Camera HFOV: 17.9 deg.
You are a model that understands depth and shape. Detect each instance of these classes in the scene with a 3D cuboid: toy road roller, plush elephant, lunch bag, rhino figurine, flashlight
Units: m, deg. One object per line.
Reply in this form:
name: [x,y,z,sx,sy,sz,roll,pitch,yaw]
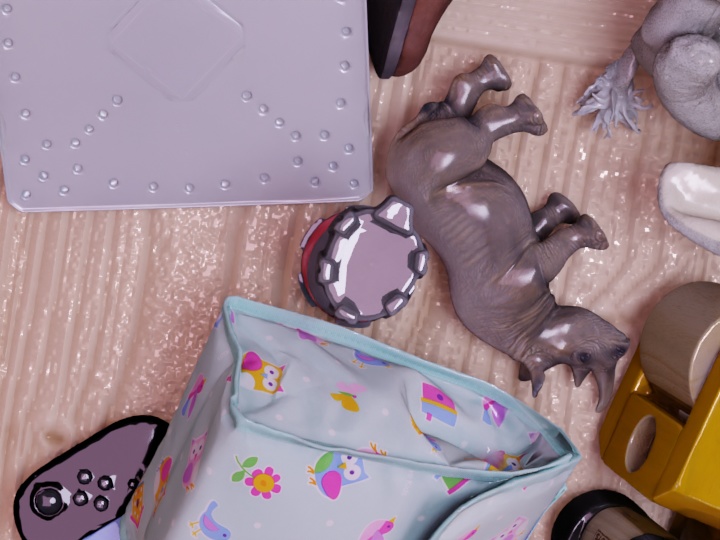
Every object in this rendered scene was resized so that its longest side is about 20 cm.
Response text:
toy road roller: [0.203,0.119,1.215,0.146,0.123,0.201,20,95,-15]
plush elephant: [0.216,-0.087,1.174,0.155,0.165,0.200,47,132,6]
lunch bag: [-0.005,0.127,1.183,0.199,0.122,0.171,17,123,-19]
rhino figurine: [0.083,-0.008,1.231,0.087,0.060,0.200,-31,104,-6]
flashlight: [0.000,0.000,1.163,0.068,0.200,0.068,-21,93,0]

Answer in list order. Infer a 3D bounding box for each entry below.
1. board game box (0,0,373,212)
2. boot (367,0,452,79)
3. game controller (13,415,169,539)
board game box: [-0.096,-0.127,1.204,0.199,0.026,0.201,-2,121,1]
boot: [0.110,-0.174,1.214,0.199,0.069,0.189,5,120,-22]
game controller: [-0.104,0.181,1.259,0.104,0.042,0.200,-31,94,3]
